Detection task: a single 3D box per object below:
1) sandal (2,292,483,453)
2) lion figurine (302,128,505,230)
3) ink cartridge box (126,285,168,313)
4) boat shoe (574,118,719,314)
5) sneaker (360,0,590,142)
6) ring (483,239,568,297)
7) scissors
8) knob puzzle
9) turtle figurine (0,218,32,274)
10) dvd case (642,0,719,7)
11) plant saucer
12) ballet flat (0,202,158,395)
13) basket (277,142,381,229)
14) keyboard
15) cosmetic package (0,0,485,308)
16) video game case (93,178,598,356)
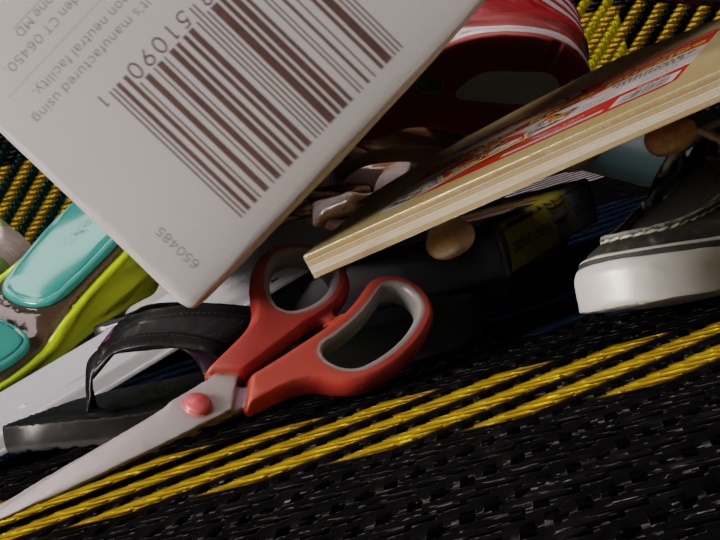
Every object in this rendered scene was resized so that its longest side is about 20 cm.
[{"bbox_3d":[-0.049,0.029,0.710,0.200,0.048,0.075,-15,4,-22],"label":"sandal"},{"bbox_3d":[0.031,-0.046,0.979,0.122,0.073,0.200,0,2,-5],"label":"lion figurine"},{"bbox_3d":[-0.130,-0.003,0.987,0.117,0.067,0.200,-49,5,0],"label":"ink cartridge box"},{"bbox_3d":[0.142,-0.028,0.711,0.071,0.064,0.200,-11,5,39],"label":"boat shoe"},{"bbox_3d":[0.017,-0.120,0.909,0.199,0.079,0.116,12,30,2],"label":"sneaker"},{"bbox_3d":[0.013,0.013,0.937,0.200,0.019,0.200,-15,5,1],"label":"ring"},{"bbox_3d":[-0.044,0.047,0.632,0.073,0.014,0.200,30,41,15],"label":"scissors"},{"bbox_3d":[0.088,-0.053,0.711,0.219,0.031,0.220,-27,7,4],"label":"knob puzzle"},{"bbox_3d":[-0.284,0.020,1.017,0.199,0.144,0.194,-9,3,19],"label":"turtle figurine"},{"bbox_3d":[0.142,-0.121,0.725,0.146,0.022,0.200,0,10,-44],"label":"dvd case"},{"bbox_3d":[0.122,-0.071,0.971,0.200,0.027,0.200,15,8,-2],"label":"plant saucer"},{"bbox_3d":[-0.159,0.036,0.818,0.067,0.067,0.200,21,45,30],"label":"ballet flat"},{"bbox_3d":[-0.031,-0.017,1.203,0.142,0.149,0.200,19,-9,-20],"label":"basket"},{"bbox_3d":[-0.095,0.030,0.762,0.200,0.011,0.056,-31,18,-22],"label":"keyboard"},{"bbox_3d":[-0.072,-0.105,0.735,0.165,0.165,0.200,-47,7,-1],"label":"cosmetic package"},{"bbox_3d":[0.000,0.000,0.860,0.199,0.026,0.181,-14,4,21],"label":"video game case"}]
